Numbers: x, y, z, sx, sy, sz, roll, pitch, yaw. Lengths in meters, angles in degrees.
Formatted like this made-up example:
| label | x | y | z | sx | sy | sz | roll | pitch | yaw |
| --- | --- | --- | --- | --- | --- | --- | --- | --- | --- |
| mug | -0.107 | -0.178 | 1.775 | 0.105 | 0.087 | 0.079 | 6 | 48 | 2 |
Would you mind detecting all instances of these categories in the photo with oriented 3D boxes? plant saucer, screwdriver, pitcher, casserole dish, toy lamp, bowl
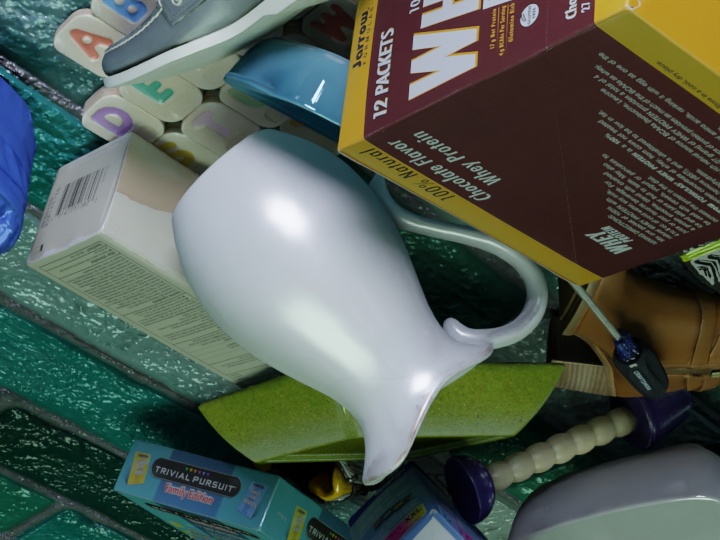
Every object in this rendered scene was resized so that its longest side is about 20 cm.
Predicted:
| label | x | y | z | sx | sy | sz | roll | pitch | yaw |
| --- | --- | --- | --- | --- | --- | --- | --- | --- | --- |
| plant saucer | 0.014 | 0.104 | 1.135 | 0.198 | 0.048 | 0.200 | 3 | 166 | -32 |
| screwdriver | 0.163 | 0.037 | 1.025 | 0.029 | 0.028 | 0.200 | 13 | 160 | 30 |
| pitcher | 0.000 | 0.000 | 0.964 | 0.200 | 0.171 | 0.121 | 47 | 162 | 5 |
| casserole dish | 0.011 | -0.087 | 0.941 | 0.199 | 0.039 | 0.121 | 26 | 180 | -35 |
| toy lamp | 0.158 | 0.126 | 1.184 | 0.199 | 0.058 | 0.058 | -18 | 147 | -22 |
| bowl | 0.232 | 0.207 | 1.237 | 0.199 | 0.075 | 0.200 | -20 | 135 | 31 |

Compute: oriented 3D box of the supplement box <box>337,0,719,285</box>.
| label | x | y | z | sx | sy | sz | roll | pitch | yaw |
| --- | --- | --- | --- | --- | --- | --- | --- | --- | --- |
| supplement box | 0.130 | -0.110 | 0.849 | 0.196 | 0.134 | 0.199 | 27 | 148 | -34 |

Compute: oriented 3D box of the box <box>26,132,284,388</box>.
| label | x | y | z | sx | sy | sz | roll | pitch | yaw |
| --- | --- | --- | --- | --- | --- | --- | --- | --- | --- |
| box | -0.111 | 0.000 | 1.070 | 0.095 | 0.078 | 0.199 | -17 | 139 | 43 |

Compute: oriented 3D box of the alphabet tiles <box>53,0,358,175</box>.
| label | x | y | z | sx | sy | sz | roll | pitch | yaw |
| --- | --- | --- | --- | --- | --- | --- | --- | --- | --- |
| alphabet tiles | -0.079 | -0.121 | 0.983 | 0.195 | 0.015 | 0.199 | 31 | 133 | -30 |

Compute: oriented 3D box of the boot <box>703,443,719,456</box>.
| label | x | y | z | sx | sy | sz | roll | pitch | yaw |
| --- | --- | --- | --- | --- | --- | --- | --- | --- | --- |
| boot | 0.319 | 0.190 | 1.302 | 0.199 | 0.066 | 0.165 | -25 | 126 | 25 |

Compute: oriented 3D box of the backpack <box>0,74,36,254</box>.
| label | x | y | z | sx | sy | sz | roll | pitch | yaw |
| --- | --- | --- | --- | --- | --- | --- | --- | --- | --- |
| backpack | -0.297 | -0.042 | 0.975 | 0.199 | 0.169 | 0.162 | -26 | 140 | 25 |

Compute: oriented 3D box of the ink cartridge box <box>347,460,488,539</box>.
| label | x | y | z | sx | sy | sz | roll | pitch | yaw |
| --- | --- | --- | --- | --- | --- | --- | --- | --- | --- |
| ink cartridge box | 0.063 | 0.223 | 1.176 | 0.076 | 0.200 | 0.137 | -43 | 96 | -1 |

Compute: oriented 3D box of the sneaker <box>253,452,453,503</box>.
| label | x | y | z | sx | sy | sz | roll | pitch | yaw |
| --- | --- | --- | --- | --- | --- | --- | --- | --- | --- |
| sneaker | -0.008 | 0.155 | 1.265 | 0.199 | 0.083 | 0.078 | 23 | 137 | -24 |

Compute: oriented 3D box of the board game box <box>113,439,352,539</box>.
| label | x | y | z | sx | sy | sz | roll | pitch | yaw |
| --- | --- | --- | --- | --- | --- | --- | --- | --- | --- |
| board game box | -0.082 | 0.207 | 1.295 | 0.150 | 0.047 | 0.200 | 9 | 157 | 34 |

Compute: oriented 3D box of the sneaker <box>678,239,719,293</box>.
| label | x | y | z | sx | sy | sz | roll | pitch | yaw |
| --- | --- | --- | --- | --- | --- | --- | --- | --- | --- |
| sneaker | 0.258 | -0.018 | 1.052 | 0.075 | 0.077 | 0.201 | -18 | 118 | 25 |

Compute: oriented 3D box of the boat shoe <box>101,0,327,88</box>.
| label | x | y | z | sx | sy | sz | roll | pitch | yaw |
| --- | --- | --- | --- | --- | --- | --- | --- | --- | --- |
| boat shoe | -0.074 | -0.159 | 0.894 | 0.199 | 0.073 | 0.062 | -22 | 91 | 34 |

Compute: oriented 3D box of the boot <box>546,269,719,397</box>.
| label | x | y | z | sx | sy | sz | roll | pitch | yaw |
| --- | --- | --- | --- | --- | --- | --- | --- | --- | --- |
| boot | 0.212 | 0.025 | 1.106 | 0.153 | 0.074 | 0.200 | 2 | 152 | 2 |
